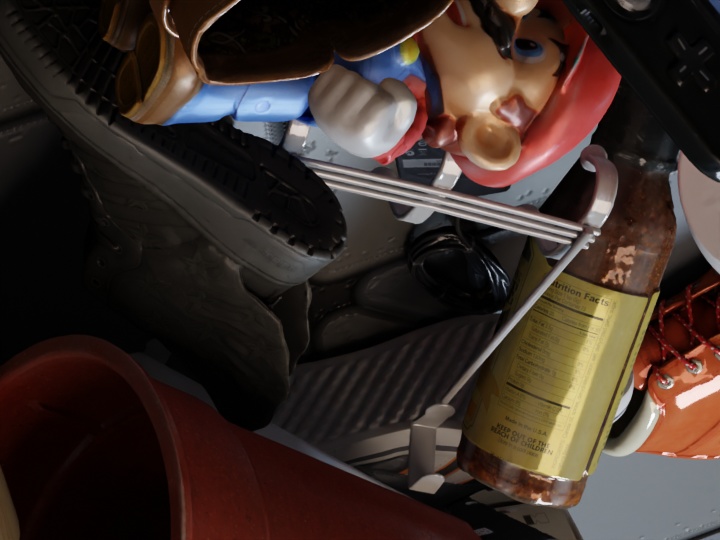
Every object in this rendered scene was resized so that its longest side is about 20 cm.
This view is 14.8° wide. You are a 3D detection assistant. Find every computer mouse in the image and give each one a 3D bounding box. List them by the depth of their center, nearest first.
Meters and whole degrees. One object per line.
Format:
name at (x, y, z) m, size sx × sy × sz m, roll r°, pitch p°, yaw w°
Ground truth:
computer mouse at (0.045, -0.038, 1.216) m, size 0.059 × 0.034 × 0.200 m, roll 0°, pitch 151°, yaw 4°

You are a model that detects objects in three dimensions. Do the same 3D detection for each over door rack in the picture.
over door rack at (0.000, 0.000, 1.170) m, size 0.148 × 0.067 × 0.200 m, roll 13°, pitch 134°, yaw -18°

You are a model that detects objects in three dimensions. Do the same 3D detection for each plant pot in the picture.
plant pot at (-0.054, 0.146, 1.082) m, size 0.195 × 0.201 × 0.201 m, roll 19°, pitch 126°, yaw -37°

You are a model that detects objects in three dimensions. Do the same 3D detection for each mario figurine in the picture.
mario figurine at (0.011, -0.095, 1.026) m, size 0.200 × 0.124 × 0.106 m, roll 4°, pitch 170°, yaw -26°

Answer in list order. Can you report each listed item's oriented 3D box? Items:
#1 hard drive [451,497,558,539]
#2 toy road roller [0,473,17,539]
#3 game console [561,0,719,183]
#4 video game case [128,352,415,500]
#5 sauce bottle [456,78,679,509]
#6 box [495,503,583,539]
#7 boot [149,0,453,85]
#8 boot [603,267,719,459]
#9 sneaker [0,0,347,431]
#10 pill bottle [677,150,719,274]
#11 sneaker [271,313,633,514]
hard drive at (0.012, 0.149, 1.314) m, size 0.140 × 0.200 × 0.038 m, roll -13°, pitch 100°, yaw -18°
toy road roller at (-0.180, 0.027, 1.014) m, size 0.146 × 0.200 × 0.123 m, roll -38°, pitch 135°, yaw -30°
game console at (0.157, -0.161, 0.982) m, size 0.200 × 0.176 × 0.116 m, roll -42°, pitch -175°, yaw -35°
video game case at (-0.103, 0.093, 1.218) m, size 0.182 × 0.022 × 0.200 m, roll -13°, pitch 150°, yaw 34°
sauce bottle at (0.101, 0.003, 1.219) m, size 0.066 × 0.066 × 0.200 m, roll 11°, pitch 103°, yaw -41°
box at (0.047, 0.231, 1.494) m, size 0.128 × 0.109 × 0.200 m, roll -8°, pitch 141°, yaw -25°
boot at (0.010, -0.143, 0.937) m, size 0.200 × 0.155 × 0.077 m, roll -21°, pitch 127°, yaw -2°
boot at (0.182, 0.028, 1.353) m, size 0.107 × 0.075 × 0.200 m, roll -1°, pitch 139°, yaw -24°
sneaker at (-0.085, -0.025, 1.071) m, size 0.200 × 0.060 × 0.104 m, roll 39°, pitch 132°, yaw -16°
pill bottle at (0.196, -0.037, 1.180) m, size 0.110 × 0.110 × 0.200 m, roll -36°, pitch 170°, yaw 14°
sneaker at (0.029, 0.076, 1.312) m, size 0.200 × 0.079 × 0.079 m, roll -9°, pitch 139°, yaw -5°
